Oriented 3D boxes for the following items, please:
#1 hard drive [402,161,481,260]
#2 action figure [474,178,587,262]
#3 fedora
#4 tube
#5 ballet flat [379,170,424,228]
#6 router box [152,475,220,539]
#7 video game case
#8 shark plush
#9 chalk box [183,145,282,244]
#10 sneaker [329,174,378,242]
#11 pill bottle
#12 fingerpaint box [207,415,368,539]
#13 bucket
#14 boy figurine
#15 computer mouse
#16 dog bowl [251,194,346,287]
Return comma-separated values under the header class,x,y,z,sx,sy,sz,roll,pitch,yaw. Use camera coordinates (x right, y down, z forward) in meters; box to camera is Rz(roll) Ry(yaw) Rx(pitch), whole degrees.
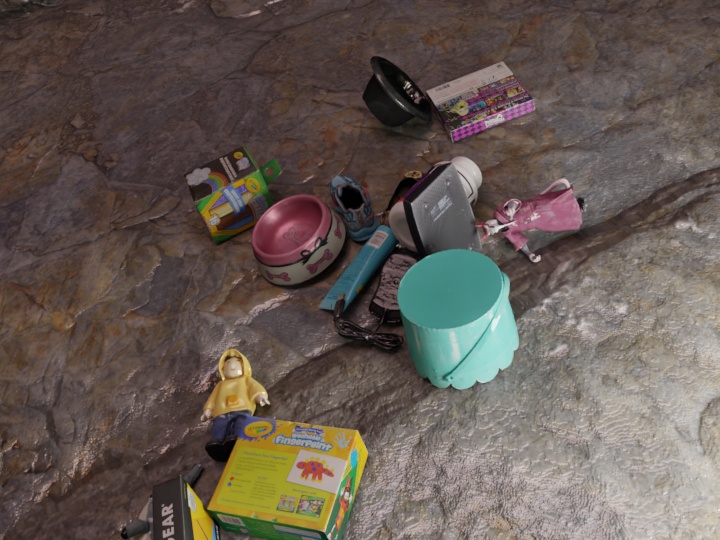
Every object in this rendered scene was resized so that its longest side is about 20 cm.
class,x,y,z,sx,sy,sz,roll,pitch,yaw
hard drive,0.146,-0.079,1.443,0.042,0.202,0.135,18,53,44
action figure,0.302,-0.107,1.457,0.197,0.135,0.150,-11,43,6
fedora,0.070,-0.385,1.815,0.091,0.199,0.202,-40,37,25
tube,0.000,0.000,1.531,0.077,0.051,0.201,-3,43,54
ballet flat,0.086,-0.147,1.637,0.066,0.047,0.201,5,44,28
router box,-0.239,0.417,1.134,0.050,0.150,0.201,-20,43,1
video game case,0.266,-0.383,1.815,0.197,0.036,0.182,-22,44,-1
shark plush,-0.300,0.397,1.268,0.082,0.092,0.200,16,30,9
chalk box,-0.263,-0.175,1.752,0.198,0.125,0.125,-26,42,-7
sneaker,-0.017,-0.153,1.652,0.078,0.096,0.201,-24,43,-5
pill bottle,0.150,-0.132,1.550,0.111,0.113,0.200,20,51,35
fingerpaint box,-0.107,0.322,1.232,0.197,0.074,0.168,2,49,22
bucket,0.159,0.074,1.330,0.204,0.136,0.209,-11,44,10
boy figurine,-0.213,0.223,1.381,0.122,0.065,0.202,-12,47,13
computer mouse,0.029,0.053,1.463,0.138,0.046,0.202,9,60,12
dog bowl,-0.131,-0.068,1.612,0.197,0.074,0.202,-16,46,17
